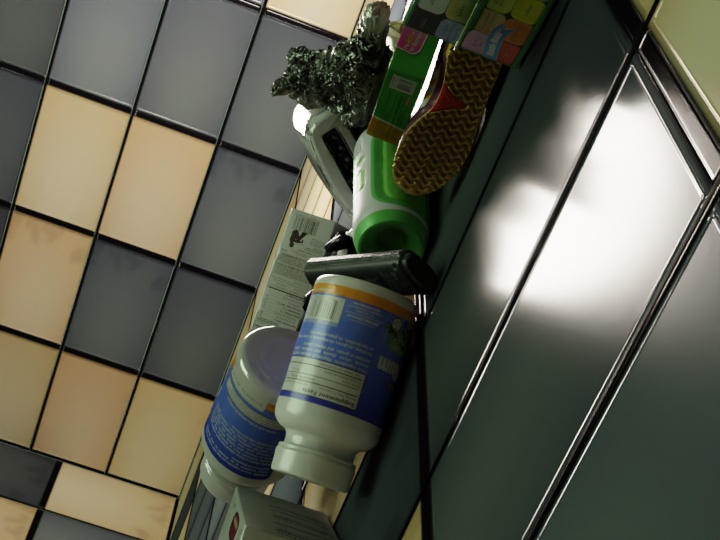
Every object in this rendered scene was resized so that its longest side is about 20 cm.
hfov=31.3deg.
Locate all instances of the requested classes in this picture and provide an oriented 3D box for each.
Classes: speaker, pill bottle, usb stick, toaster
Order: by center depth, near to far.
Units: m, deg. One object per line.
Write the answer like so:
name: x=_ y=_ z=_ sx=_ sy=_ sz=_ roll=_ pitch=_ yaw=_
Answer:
pill bottle: x=-0.021 y=0.115 z=1.290 sx=0.112 sy=0.111 sz=0.202 roll=144 pitch=143 yaw=-77
usb stick: x=0.006 y=0.005 z=1.343 sx=0.033 sy=0.056 sz=0.199 roll=-51 pitch=23 yaw=-24
speaker: x=0.033 y=-0.085 z=1.430 sx=0.201 sy=0.088 sz=0.089 roll=-89 pitch=19 yaw=-52
pill bottle: x=-0.114 y=0.169 z=1.440 sx=0.112 sy=0.111 sz=0.201 roll=-81 pitch=15 yaw=-52
toaster: x=-0.010 y=-0.157 z=1.624 sx=0.113 sy=0.201 sz=0.129 roll=-29 pitch=19 yaw=0

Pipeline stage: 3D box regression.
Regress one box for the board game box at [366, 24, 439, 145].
board game box: x=0.066 y=-0.258 z=1.396 sx=0.153 sy=0.040 sz=0.201 roll=113 pitch=176 yaw=-67

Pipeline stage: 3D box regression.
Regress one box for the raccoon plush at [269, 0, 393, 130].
raccoon plush: x=-0.031 y=-0.255 z=1.473 sx=0.201 sy=0.133 sz=0.097 roll=101 pitch=-164 yaw=-46

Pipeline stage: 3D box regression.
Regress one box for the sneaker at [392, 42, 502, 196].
sneaker: x=0.097 y=-0.171 z=1.331 sx=0.201 sy=0.075 sz=0.090 roll=-62 pitch=2 yaw=21

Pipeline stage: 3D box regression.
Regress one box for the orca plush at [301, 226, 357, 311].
orca plush: x=0.000 y=0.000 z=1.551 sx=0.200 sy=0.105 sz=0.071 roll=-39 pitch=66 yaw=30

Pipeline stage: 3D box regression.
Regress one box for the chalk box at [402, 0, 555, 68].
chalk box: x=0.122 y=-0.286 z=1.207 sx=0.125 sy=0.123 sz=0.201 roll=120 pitch=166 yaw=-50

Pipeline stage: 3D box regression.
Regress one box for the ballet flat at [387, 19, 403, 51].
ballet flat: x=0.066 y=-0.342 z=1.914 sx=0.200 sy=0.067 sz=0.068 roll=-88 pitch=19 yaw=-65

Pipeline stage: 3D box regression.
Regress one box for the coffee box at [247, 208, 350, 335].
coffee box: x=-0.080 y=0.024 z=1.875 sx=0.113 sy=0.079 sz=0.202 roll=24 pitch=-96 yaw=-67

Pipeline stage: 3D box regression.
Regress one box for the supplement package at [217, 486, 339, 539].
supplement package: x=-0.091 y=0.308 z=1.323 sx=0.200 sy=0.109 sz=0.115 roll=-175 pitch=104 yaw=-82

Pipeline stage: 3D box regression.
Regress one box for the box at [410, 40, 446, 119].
box: x=0.103 y=-0.255 z=1.530 sx=0.159 sy=0.046 sz=0.202 roll=-176 pitch=104 yaw=-82

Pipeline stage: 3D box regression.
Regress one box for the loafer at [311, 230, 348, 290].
loafer: x=-0.030 y=0.020 z=1.752 sx=0.201 sy=0.068 sz=0.071 roll=-74 pitch=-1 yaw=-58
